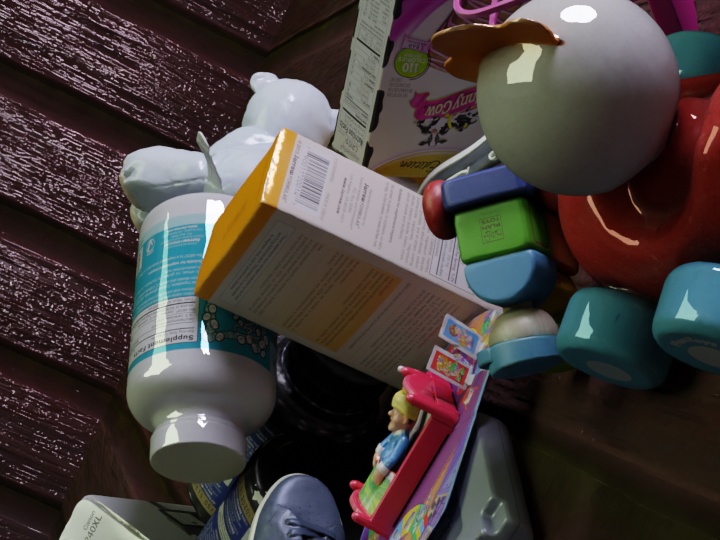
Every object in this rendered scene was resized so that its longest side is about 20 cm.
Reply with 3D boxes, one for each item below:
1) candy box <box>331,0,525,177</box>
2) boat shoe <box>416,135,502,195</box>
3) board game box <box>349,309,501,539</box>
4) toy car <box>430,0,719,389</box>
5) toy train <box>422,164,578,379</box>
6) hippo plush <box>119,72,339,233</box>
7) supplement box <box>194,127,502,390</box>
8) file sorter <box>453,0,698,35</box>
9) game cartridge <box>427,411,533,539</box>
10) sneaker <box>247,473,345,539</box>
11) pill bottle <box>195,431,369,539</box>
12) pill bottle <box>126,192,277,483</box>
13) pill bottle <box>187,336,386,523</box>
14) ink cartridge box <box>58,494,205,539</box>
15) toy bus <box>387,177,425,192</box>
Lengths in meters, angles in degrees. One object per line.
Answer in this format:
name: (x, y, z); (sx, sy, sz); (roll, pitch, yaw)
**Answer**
candy box: (0.066, -0.170, 1.076); (0.061, 0.135, 0.202); (48, 133, 52)
boat shoe: (0.088, -0.050, 1.053); (0.200, 0.075, 0.061); (-53, 12, 45)
board game box: (0.026, 0.109, 0.939); (0.158, 0.039, 0.201); (-48, 17, 57)
toy car: (0.115, -0.069, 0.701); (0.177, 0.199, 0.186); (-19, 47, 67)
toy train: (0.111, 0.009, 0.865); (0.084, 0.200, 0.117); (-13, 76, 22)
hippo plush: (-0.102, -0.097, 1.230); (0.201, 0.158, 0.162); (101, -166, -54)
supplement box: (0.000, 0.000, 1.029); (0.126, 0.199, 0.074); (-47, 23, 47)
file sorter: (0.115, -0.200, 0.873); (0.124, 0.201, 0.140); (-16, 36, 21)
game cartridge: (0.039, 0.192, 0.896); (0.201, 0.041, 0.133); (-60, 18, 21)
sneaker: (-0.031, 0.207, 0.917); (0.085, 0.074, 0.202); (125, 154, -46)
pill bottle: (-0.074, 0.226, 1.105); (0.201, 0.111, 0.112); (-56, 16, 33)
pill bottle: (-0.116, 0.052, 1.083); (0.111, 0.110, 0.202); (132, 145, -50)
pill bottle: (-0.054, 0.124, 1.177); (0.201, 0.111, 0.112); (-56, 16, 34)
ink cartridge box: (-0.174, 0.275, 1.220); (0.199, 0.083, 0.146); (22, -85, -58)
toy bus: (0.003, -0.056, 1.234); (0.200, 0.065, 0.079); (-52, 18, 45)
